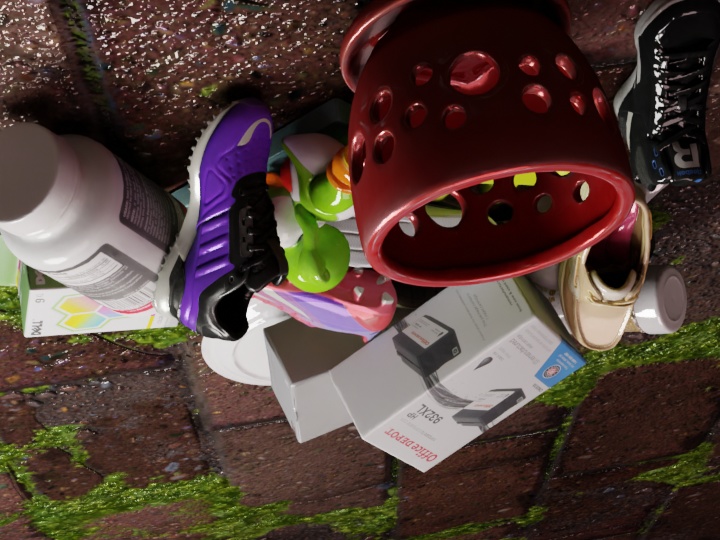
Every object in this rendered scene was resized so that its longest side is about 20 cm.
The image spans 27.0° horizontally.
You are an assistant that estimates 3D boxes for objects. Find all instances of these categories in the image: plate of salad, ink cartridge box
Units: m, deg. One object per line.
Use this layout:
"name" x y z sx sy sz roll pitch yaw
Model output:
"plate of salad" -0.069 0.063 1.574 0.199 0.048 0.201 -8 147 -5
"ink cartridge box" 0.093 0.092 1.424 0.199 0.084 0.145 -35 148 11
"ink cartridge box" -0.260 0.012 1.367 0.199 0.060 0.104 -3 155 -18

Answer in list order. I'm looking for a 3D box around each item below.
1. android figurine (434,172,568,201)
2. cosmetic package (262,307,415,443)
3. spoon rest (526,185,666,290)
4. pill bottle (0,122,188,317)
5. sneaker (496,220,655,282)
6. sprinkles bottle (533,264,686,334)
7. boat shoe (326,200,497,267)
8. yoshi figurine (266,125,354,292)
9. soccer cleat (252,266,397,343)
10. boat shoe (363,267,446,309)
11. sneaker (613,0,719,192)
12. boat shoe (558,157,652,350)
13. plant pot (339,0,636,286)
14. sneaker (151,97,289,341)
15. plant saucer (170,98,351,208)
"android figurine" 0.129 -0.114 1.277 0.181 0.041 0.200 2 155 -25
"cosmetic package" 0.008 0.082 1.510 0.199 0.090 0.107 -17 142 -13
"spoon rest" 0.228 -0.058 1.398 0.199 0.100 0.061 -34 174 21
"pill bottle" -0.219 -0.042 1.201 0.110 0.111 0.200 -18 155 17
"sneaker" 0.192 -0.027 1.480 0.198 0.076 0.076 -3 176 -11
"sprinkles bottle" 0.230 0.032 1.533 0.199 0.069 0.068 -3 165 38
"boat shoe" 0.027 -0.037 1.362 0.199 0.073 0.071 11 -173 -9
"yoshi figurine" -0.021 -0.046 1.245 0.112 0.113 0.200 -3 159 -35
"soccer cleat" -0.063 0.016 1.358 0.199 0.067 0.077 15 132 -16
"boat shoe" 0.000 0.000 1.458 0.199 0.072 0.076 11 162 -21
"sneaker" 0.259 -0.133 1.197 0.073 0.113 0.200 -9 156 -5
"boat shoe" 0.221 -0.001 1.349 0.073 0.069 0.201 -4 125 -3
"plant pot" 0.084 -0.107 1.094 0.199 0.184 0.201 -9 156 -4
"sneaker" -0.091 -0.034 1.194 0.069 0.099 0.201 -11 125 -53
"plant saucer" -0.073 -0.087 1.279 0.199 0.019 0.070 -27 152 31
